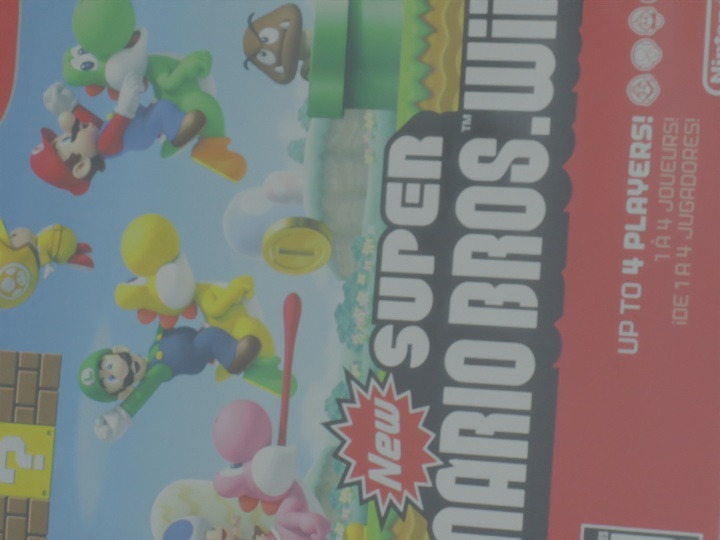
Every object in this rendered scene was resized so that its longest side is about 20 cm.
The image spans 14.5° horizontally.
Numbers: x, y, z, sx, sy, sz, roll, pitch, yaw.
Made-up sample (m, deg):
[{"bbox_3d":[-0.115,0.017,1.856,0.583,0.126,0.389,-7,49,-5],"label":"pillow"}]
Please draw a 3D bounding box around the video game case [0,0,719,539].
[{"bbox_3d":[-0.010,-0.002,0.602,0.199,0.017,0.144,3,88,21],"label":"video game case"}]
